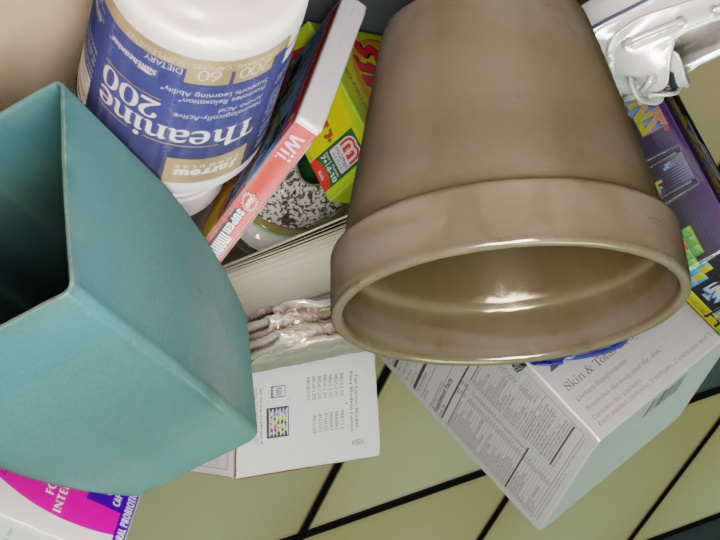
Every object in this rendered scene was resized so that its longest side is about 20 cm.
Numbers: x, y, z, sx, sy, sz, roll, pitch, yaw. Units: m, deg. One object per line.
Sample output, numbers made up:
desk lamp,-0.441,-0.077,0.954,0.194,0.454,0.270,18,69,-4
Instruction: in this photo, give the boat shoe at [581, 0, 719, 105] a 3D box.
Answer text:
boat shoe,0.172,-0.133,1.644,0.200,0.066,0.074,-32,158,9

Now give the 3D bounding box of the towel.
towel,0.005,0.028,1.672,0.199,0.035,0.132,-9,174,-33

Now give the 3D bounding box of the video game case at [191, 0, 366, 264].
video game case,-0.067,-0.054,1.606,0.200,0.017,0.143,-51,-168,34

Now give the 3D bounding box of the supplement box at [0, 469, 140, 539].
supplement box,-0.244,0.132,1.760,0.199,0.102,0.103,22,141,-8

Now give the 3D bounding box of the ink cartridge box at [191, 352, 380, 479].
ink cartridge box,-0.086,0.082,1.860,0.175,0.084,0.199,-5,-174,-44

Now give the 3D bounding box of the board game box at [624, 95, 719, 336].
board game box,0.202,-0.069,1.835,0.057,0.201,0.165,-29,159,10

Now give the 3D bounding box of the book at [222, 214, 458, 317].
book,0.000,0.000,1.729,0.199,0.048,0.133,-20,169,26

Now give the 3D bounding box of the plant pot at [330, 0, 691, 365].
plant pot,0.077,-0.059,1.547,0.199,0.174,0.200,-3,161,-1

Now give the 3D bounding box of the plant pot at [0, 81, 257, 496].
plant pot,-0.152,0.031,1.497,0.141,0.142,0.200,-26,138,22

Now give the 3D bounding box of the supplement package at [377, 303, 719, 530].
supplement package,0.128,0.039,1.942,0.152,0.200,0.151,-36,164,-28

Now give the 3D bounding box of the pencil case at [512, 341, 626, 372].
pencil case,0.120,-0.031,1.834,0.078,0.201,0.087,5,155,-33

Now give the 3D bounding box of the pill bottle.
pill bottle,-0.097,-0.112,1.513,0.111,0.111,0.200,-18,156,-22

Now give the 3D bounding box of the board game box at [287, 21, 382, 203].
board game box,0.035,-0.090,1.727,0.048,0.102,0.200,-39,155,28

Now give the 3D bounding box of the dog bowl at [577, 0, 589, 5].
dog bowl,0.124,-0.172,1.689,0.199,0.074,0.200,-23,158,-10

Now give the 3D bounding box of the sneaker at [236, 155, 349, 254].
sneaker,0.005,-0.061,1.808,0.199,0.077,0.089,-13,146,-37
